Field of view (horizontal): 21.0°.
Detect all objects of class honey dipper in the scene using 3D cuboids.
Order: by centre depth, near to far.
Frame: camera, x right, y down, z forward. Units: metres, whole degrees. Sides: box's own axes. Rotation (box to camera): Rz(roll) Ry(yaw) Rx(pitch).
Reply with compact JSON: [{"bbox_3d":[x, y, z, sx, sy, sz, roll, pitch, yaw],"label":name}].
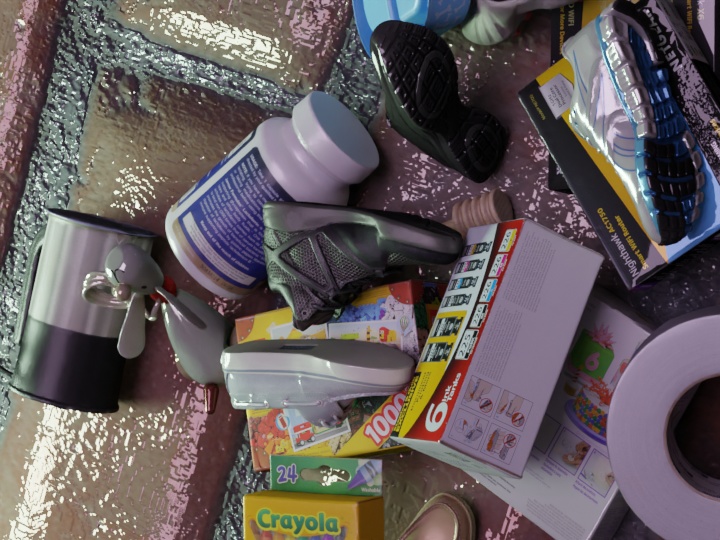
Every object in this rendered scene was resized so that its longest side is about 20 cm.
[{"bbox_3d":[0.051,-0.027,1.812,0.199,0.038,0.038,-22,75,32],"label":"honey dipper"}]

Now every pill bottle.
[{"bbox_3d":[-0.083,-0.073,1.852,0.200,0.115,0.116,-40,67,24],"label":"pill bottle"}]

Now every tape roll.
[{"bbox_3d":[0.302,0.130,1.585,0.198,0.066,0.202,2,97,13],"label":"tape roll"}]

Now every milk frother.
[{"bbox_3d":[-0.330,0.031,1.954,0.179,0.199,0.190,16,95,36],"label":"milk frother"}]

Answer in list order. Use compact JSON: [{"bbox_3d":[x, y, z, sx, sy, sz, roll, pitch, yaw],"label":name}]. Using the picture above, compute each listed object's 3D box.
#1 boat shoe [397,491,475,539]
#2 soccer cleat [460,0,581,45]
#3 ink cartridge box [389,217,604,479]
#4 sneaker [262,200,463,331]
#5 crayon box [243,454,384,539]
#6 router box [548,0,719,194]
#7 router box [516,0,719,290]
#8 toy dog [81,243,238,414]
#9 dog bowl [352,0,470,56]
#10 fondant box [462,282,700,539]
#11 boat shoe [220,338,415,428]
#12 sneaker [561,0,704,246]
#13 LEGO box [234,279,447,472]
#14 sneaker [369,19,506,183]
[{"bbox_3d":[0.040,0.295,1.779,0.071,0.064,0.201,33,104,29],"label":"boat shoe"},{"bbox_3d":[0.126,-0.247,1.713,0.200,0.077,0.070,166,105,-66],"label":"soccer cleat"},{"bbox_3d":[0.107,0.068,1.665,0.201,0.083,0.175,-68,15,-10],"label":"ink cartridge box"},{"bbox_3d":[0.000,0.000,1.735,0.198,0.076,0.115,5,95,25],"label":"sneaker"},{"bbox_3d":[-0.042,0.272,1.760,0.125,0.051,0.202,-1,91,31],"label":"crayon box"},{"bbox_3d":[0.244,-0.169,1.688,0.156,0.052,0.202,-1,86,32],"label":"router box"},{"bbox_3d":[0.242,-0.106,1.622,0.149,0.051,0.201,-36,71,25],"label":"router box"},{"bbox_3d":[-0.177,0.066,1.864,0.132,0.199,0.097,-36,34,48],"label":"toy dog"},{"bbox_3d":[0.046,-0.258,1.762,0.200,0.049,0.113,161,99,-72],"label":"dog bowl"},{"bbox_3d":[0.195,0.126,1.697,0.144,0.058,0.201,35,106,29],"label":"fondant box"},{"bbox_3d":[-0.036,0.104,1.755,0.199,0.070,0.072,2,105,32],"label":"boat shoe"},{"bbox_3d":[0.215,-0.112,1.577,0.086,0.075,0.202,-25,74,43],"label":"sneaker"},{"bbox_3d":[-0.009,0.101,1.816,0.199,0.077,0.150,-14,80,31],"label":"LEGO box"},{"bbox_3d":[0.051,-0.151,1.735,0.090,0.200,0.076,19,66,41],"label":"sneaker"}]
